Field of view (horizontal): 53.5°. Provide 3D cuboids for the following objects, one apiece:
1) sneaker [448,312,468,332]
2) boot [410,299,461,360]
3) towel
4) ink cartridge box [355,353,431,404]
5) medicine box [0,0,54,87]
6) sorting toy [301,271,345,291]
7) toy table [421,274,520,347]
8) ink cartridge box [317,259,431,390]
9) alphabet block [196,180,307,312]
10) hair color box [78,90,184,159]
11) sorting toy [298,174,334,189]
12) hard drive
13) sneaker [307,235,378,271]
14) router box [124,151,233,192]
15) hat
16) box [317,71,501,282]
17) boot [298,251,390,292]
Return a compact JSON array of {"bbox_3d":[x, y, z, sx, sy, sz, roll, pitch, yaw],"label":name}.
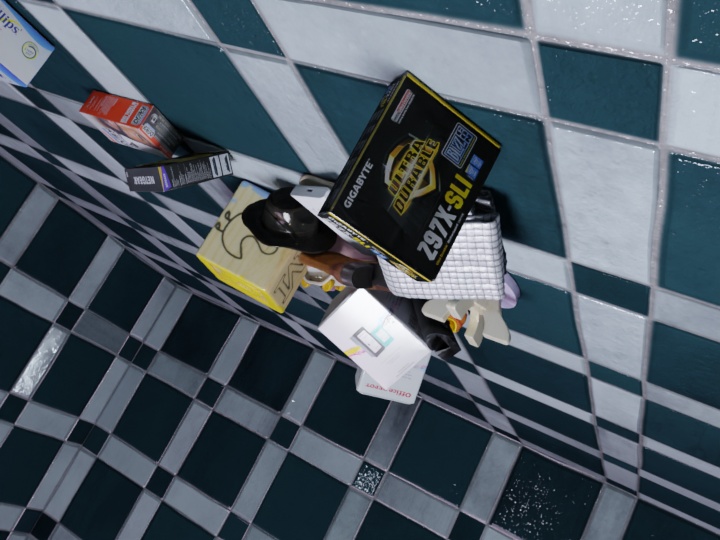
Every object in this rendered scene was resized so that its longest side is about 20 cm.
[{"bbox_3d":[0.151,0.073,1.608,0.199,0.077,0.073,31,167,-5],"label":"sneaker"},{"bbox_3d":[0.118,0.073,1.457,0.164,0.201,0.066,26,125,-32],"label":"boot"},{"bbox_3d":[0.123,-0.042,1.094,0.198,0.086,0.166,-1,133,20],"label":"towel"},{"bbox_3d":[0.082,0.194,1.674,0.145,0.201,0.083,15,-162,-10],"label":"ink cartridge box"},{"bbox_3d":[-0.727,-0.459,1.362,0.199,0.103,0.182,20,164,34],"label":"medicine box"},{"bbox_3d":[-0.032,0.009,1.750,0.179,0.108,0.199,14,176,-35],"label":"sorting toy"},{"bbox_3d":[0.219,0.060,1.351,0.183,0.118,0.200,15,159,43],"label":"toy table"},{"bbox_3d":[0.040,0.112,1.517,0.200,0.146,0.147,43,-156,-7],"label":"ink cartridge box"},{"bbox_3d":[-0.221,-0.050,1.619,0.194,0.201,0.197,26,166,14],"label":"alphabet block"},{"bbox_3d":[-0.484,-0.308,1.510,0.199,0.064,0.111,18,162,31],"label":"hair color box"},{"bbox_3d":[-0.005,-0.105,1.359,0.199,0.037,0.185,17,162,37],"label":"sorting toy"},{"bbox_3d":[-0.027,-0.090,1.344,0.200,0.027,0.132,39,167,-30],"label":"hard drive"},{"bbox_3d":[-0.038,-0.050,1.574,0.199,0.105,0.075,2,163,-42],"label":"sneaker"},{"bbox_3d":[-0.382,-0.207,1.495,0.199,0.157,0.053,8,114,52],"label":"router box"},{"bbox_3d":[-0.135,-0.119,1.440,0.200,0.201,0.081,26,123,11],"label":"hat"},{"bbox_3d":[0.063,-0.110,0.874,0.159,0.201,0.049,34,167,-20],"label":"box"},{"bbox_3d":[0.000,0.000,1.430,0.187,0.069,0.200,-6,-166,-33],"label":"boot"}]
